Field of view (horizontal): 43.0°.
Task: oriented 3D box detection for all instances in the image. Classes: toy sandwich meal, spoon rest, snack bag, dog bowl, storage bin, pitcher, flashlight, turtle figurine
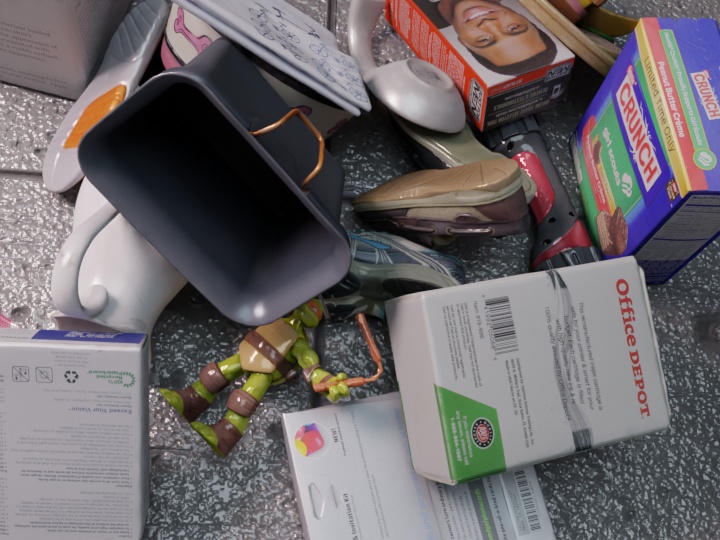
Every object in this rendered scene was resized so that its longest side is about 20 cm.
[{"bbox_3d":[0.221,-0.269,0.915,0.205,0.205,0.070,46,113,12],"label":"toy sandwich meal"},{"bbox_3d":[0.036,-0.194,0.893,0.099,0.061,0.200,5,42,-33],"label":"spoon rest"},{"bbox_3d":[-0.080,-0.221,0.797,0.188,0.021,0.200,28,24,-23],"label":"snack bag"},{"bbox_3d":[-0.092,-0.185,0.835,0.200,0.200,0.074,42,112,10],"label":"dog bowl"},{"bbox_3d":[-0.090,-0.085,0.708,0.200,0.145,0.134,47,29,-23],"label":"storage bin"},{"bbox_3d":[-0.189,-0.032,0.751,0.121,0.172,0.200,14,67,4],"label":"pitcher"},{"bbox_3d":[0.168,-0.067,0.879,0.068,0.068,0.200,-31,66,23],"label":"flashlight"},{"bbox_3d":[-0.090,0.068,0.775,0.161,0.064,0.200,-44,67,-13],"label":"turtle figurine"}]

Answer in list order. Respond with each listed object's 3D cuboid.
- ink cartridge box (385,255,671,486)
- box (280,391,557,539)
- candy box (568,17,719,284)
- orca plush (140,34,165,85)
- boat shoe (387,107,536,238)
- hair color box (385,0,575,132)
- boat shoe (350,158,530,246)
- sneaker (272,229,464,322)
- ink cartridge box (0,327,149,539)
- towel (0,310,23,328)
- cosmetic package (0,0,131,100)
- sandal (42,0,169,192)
[{"bbox_3d":[0.135,0.076,0.737,0.200,0.083,0.147,-8,86,-20],"label":"ink cartridge box"},{"bbox_3d":[0.046,0.178,0.766,0.199,0.041,0.156,-10,68,-13],"label":"box"},{"bbox_3d":[0.268,-0.100,0.829,0.077,0.200,0.170,-2,67,-9],"label":"candy box"},{"bbox_3d":[-0.152,-0.167,0.869,0.105,0.071,0.200,-22,72,-16],"label":"orca plush"},{"bbox_3d":[0.086,-0.100,0.876,0.074,0.066,0.199,-18,47,-37],"label":"boat shoe"},{"bbox_3d":[0.113,-0.235,0.914,0.101,0.061,0.200,-22,56,-17],"label":"hair color box"},{"bbox_3d":[0.067,-0.053,0.804,0.072,0.200,0.065,-34,109,-35],"label":"boat shoe"},{"bbox_3d":[0.000,0.000,0.830,0.200,0.078,0.086,16,36,8],"label":"sneaker"},{"bbox_3d":[-0.260,0.142,0.689,0.196,0.043,0.201,3,104,-4],"label":"ink cartridge box"},{"bbox_3d":[-0.314,0.110,0.750,0.200,0.030,0.146,35,68,7],"label":"towel"},{"bbox_3d":[-0.311,-0.290,0.829,0.164,0.200,0.165,15,66,-2],"label":"cosmetic package"},{"bbox_3d":[-0.218,-0.154,0.849,0.079,0.059,0.207,17,76,44],"label":"sandal"}]
